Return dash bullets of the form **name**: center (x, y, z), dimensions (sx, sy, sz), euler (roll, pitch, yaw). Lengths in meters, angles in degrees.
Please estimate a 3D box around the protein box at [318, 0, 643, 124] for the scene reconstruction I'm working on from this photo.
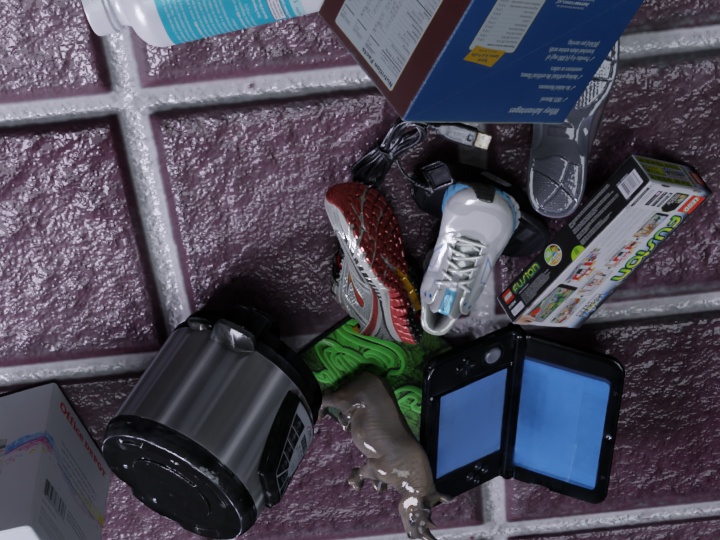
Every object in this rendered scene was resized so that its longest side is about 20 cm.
- **protein box**: center (0.111, -0.235, 1.263), dimensions (0.197, 0.135, 0.201), euler (-5, 138, -43)

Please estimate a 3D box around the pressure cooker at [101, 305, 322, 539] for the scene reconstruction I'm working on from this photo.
- **pressure cooker**: center (-0.135, 0.135, 1.559), dimensions (0.175, 0.201, 0.179), euler (-14, 126, 50)

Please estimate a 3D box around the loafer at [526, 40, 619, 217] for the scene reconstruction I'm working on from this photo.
- **loafer**: center (0.189, -0.150, 1.440), dimensions (0.071, 0.063, 0.202), euler (14, 113, 10)

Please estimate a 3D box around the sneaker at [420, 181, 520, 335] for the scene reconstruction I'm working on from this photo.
- **sneaker**: center (0.095, -0.004, 1.483), dimensions (0.074, 0.087, 0.201), euler (17, 148, 2)

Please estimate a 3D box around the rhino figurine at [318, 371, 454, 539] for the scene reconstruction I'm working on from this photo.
- **rhino figurine**: center (0.031, 0.193, 1.630), dimensions (0.060, 0.201, 0.087), euler (-10, 153, -50)

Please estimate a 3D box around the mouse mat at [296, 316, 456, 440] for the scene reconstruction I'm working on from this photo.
- **mouse mat**: center (0.034, 0.118, 1.673), dimensions (0.160, 0.008, 0.200), euler (-35, 121, 22)

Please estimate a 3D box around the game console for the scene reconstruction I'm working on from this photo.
- **game console**: center (0.160, 0.168, 1.638), dimensions (0.175, 0.116, 0.202), euler (-21, 131, -27)

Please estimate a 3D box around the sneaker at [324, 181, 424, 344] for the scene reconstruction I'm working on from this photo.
- **sneaker**: center (0.000, 0.000, 1.525), dimensions (0.081, 0.078, 0.201), euler (-2, 135, 22)

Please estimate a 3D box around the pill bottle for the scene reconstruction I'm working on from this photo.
- **pill bottle**: center (-0.127, -0.247, 1.305), dimensions (0.198, 0.111, 0.111), euler (-12, 129, 5)

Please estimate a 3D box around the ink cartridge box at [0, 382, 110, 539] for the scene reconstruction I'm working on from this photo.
- **ink cartridge box**: center (-0.353, 0.245, 1.628), dimensions (0.143, 0.201, 0.146), euler (-15, 128, 12)

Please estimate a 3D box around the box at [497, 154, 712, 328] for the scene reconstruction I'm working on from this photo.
- **box**: center (0.231, -0.023, 1.523), dimensions (0.109, 0.035, 0.200), euler (5, 135, -47)

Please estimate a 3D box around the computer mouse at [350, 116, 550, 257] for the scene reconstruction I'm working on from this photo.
- **computer mouse**: center (0.101, -0.090, 1.473), dimensions (0.198, 0.046, 0.141), euler (24, 146, -11)
